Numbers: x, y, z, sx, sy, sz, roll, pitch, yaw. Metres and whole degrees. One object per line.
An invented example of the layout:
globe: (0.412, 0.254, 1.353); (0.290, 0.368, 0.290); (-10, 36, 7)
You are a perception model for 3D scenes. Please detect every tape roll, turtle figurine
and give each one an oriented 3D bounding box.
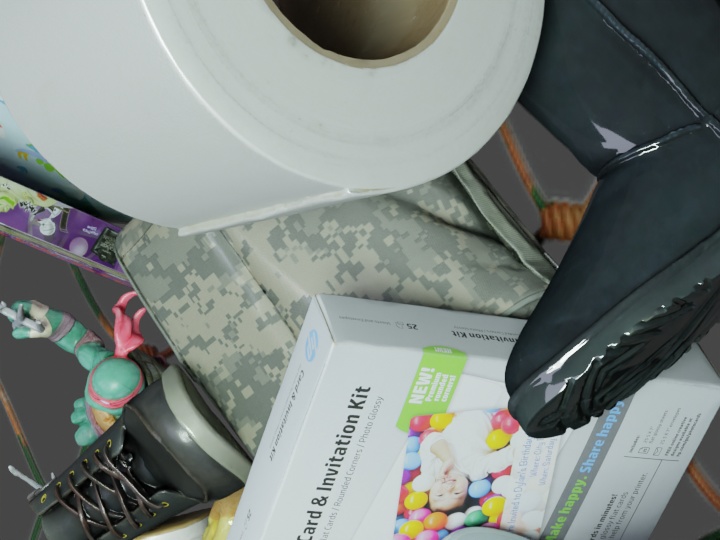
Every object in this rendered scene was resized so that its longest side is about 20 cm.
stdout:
tape roll: (-0.041, -0.123, 0.634); (0.139, 0.202, 0.203); (-10, 92, 53)
turtle figurine: (-0.159, 0.091, 0.945); (0.200, 0.100, 0.150); (89, 170, -69)

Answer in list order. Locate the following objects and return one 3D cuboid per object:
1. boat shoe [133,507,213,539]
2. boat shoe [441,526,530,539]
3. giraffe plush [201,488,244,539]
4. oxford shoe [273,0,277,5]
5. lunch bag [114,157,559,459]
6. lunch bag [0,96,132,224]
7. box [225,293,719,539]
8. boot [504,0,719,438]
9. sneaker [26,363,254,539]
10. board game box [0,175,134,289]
boat shoe: (-0.120, 0.191, 0.946); (0.200, 0.071, 0.070); (122, 136, -73)
boat shoe: (0.093, 0.202, 0.727); (0.200, 0.071, 0.091); (37, 136, -13)
giraffe plush: (-0.033, 0.234, 0.866); (0.162, 0.173, 0.200); (27, 89, 12)
oxford shoe: (-0.067, -0.235, 0.842); (0.073, 0.071, 0.200); (109, 148, -64)
lunch bag: (0.000, 0.000, 0.780); (0.168, 0.139, 0.200); (-46, 66, 26)
lunch bag: (-0.197, -0.113, 0.898); (0.170, 0.200, 0.128); (2, 70, 45)
box: (0.052, 0.094, 0.712); (0.041, 0.199, 0.156); (-113, 37, -53)
boot: (0.100, -0.046, 0.664); (0.200, 0.076, 0.168); (-40, 65, -3)
sneaker: (-0.118, 0.114, 0.801); (0.075, 0.106, 0.200); (52, 166, 3)
board game box: (-0.175, -0.023, 0.867); (0.120, 0.200, 0.032); (19, 85, 58)
